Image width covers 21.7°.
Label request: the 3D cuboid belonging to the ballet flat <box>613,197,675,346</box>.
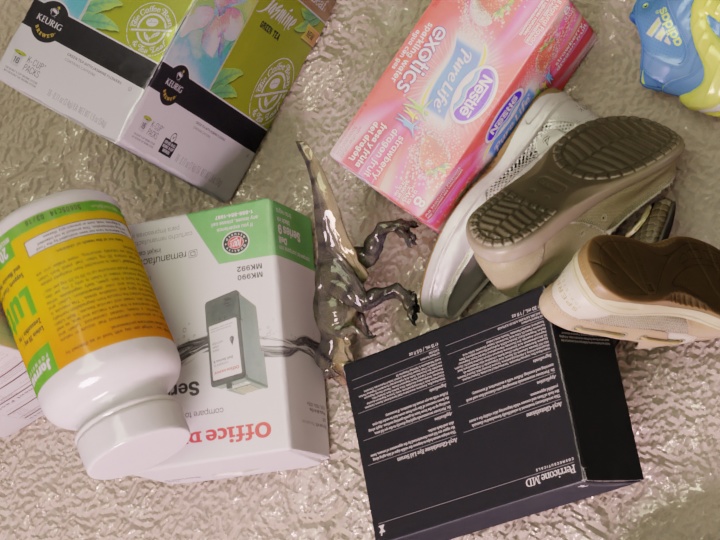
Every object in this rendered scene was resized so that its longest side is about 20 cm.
[{"bbox_3d":[0.177,0.033,1.391,0.046,0.067,0.201,27,96,14],"label":"ballet flat"}]

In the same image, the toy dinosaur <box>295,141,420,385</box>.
[{"bbox_3d":[0.000,0.000,1.428,0.087,0.047,0.201,-1,108,13],"label":"toy dinosaur"}]

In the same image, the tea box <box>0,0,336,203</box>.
[{"bbox_3d":[-0.148,-0.186,1.482,0.133,0.200,0.198,28,90,23],"label":"tea box"}]

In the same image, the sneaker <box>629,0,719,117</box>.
[{"bbox_3d":[0.256,-0.219,1.405,0.104,0.076,0.201,11,84,23],"label":"sneaker"}]

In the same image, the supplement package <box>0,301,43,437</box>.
[{"bbox_3d":[-0.310,0.051,1.495,0.109,0.200,0.114,-30,70,12],"label":"supplement package"}]

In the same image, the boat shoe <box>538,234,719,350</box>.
[{"bbox_3d":[0.208,0.021,1.325,0.065,0.199,0.072,-41,57,37],"label":"boat shoe"}]

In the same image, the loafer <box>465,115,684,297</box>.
[{"bbox_3d":[0.156,-0.048,1.369,0.199,0.069,0.076,-30,47,-25],"label":"loafer"}]

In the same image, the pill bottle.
[{"bbox_3d":[-0.201,0.050,1.413,0.111,0.111,0.201,-29,69,13],"label":"pill bottle"}]

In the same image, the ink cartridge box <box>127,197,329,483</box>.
[{"bbox_3d":[-0.110,0.059,1.481,0.145,0.084,0.201,-11,76,19],"label":"ink cartridge box"}]

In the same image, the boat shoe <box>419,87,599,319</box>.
[{"bbox_3d":[0.119,-0.041,1.423,0.069,0.071,0.201,33,90,23],"label":"boat shoe"}]

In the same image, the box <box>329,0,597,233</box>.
[{"bbox_3d":[0.080,-0.136,1.440,0.094,0.103,0.201,35,92,23],"label":"box"}]

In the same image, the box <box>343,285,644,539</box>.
[{"bbox_3d":[0.092,0.110,1.363,0.199,0.079,0.142,-23,68,39],"label":"box"}]
